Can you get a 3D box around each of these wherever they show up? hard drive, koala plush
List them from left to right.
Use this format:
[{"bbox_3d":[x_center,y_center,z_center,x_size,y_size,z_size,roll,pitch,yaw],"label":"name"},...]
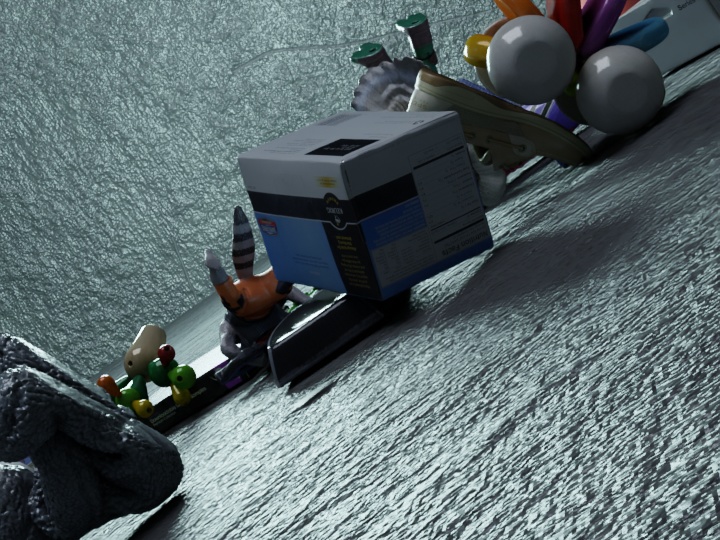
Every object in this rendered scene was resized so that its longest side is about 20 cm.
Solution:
[{"bbox_3d":[-0.262,0.189,1.210,0.200,0.184,0.177,-56,19,-2],"label":"koala plush"},{"bbox_3d":[-0.025,0.042,1.441,0.135,0.042,0.200,-35,5,12],"label":"hard drive"}]

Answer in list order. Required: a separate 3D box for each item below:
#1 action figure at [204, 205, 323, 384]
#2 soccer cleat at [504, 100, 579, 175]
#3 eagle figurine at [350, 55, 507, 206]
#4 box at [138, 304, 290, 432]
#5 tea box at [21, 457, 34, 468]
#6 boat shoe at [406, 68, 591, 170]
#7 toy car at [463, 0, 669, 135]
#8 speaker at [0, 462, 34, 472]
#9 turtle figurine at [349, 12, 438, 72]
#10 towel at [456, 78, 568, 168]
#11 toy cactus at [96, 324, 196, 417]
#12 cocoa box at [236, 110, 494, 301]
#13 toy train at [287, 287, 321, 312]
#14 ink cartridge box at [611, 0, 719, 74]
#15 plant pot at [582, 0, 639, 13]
[{"bbox_3d":[-0.088,0.019,1.576,0.200,0.105,0.194,-29,-31,-26],"label":"action figure"},{"bbox_3d":[0.172,-0.137,1.725,0.200,0.068,0.073,-27,29,13],"label":"soccer cleat"},{"bbox_3d":[0.054,-0.115,1.541,0.152,0.151,0.200,-48,18,24],"label":"eagle figurine"},{"bbox_3d":[-0.174,0.122,1.721,0.200,0.036,0.143,-31,8,31],"label":"box"},{"bbox_3d":[-0.550,0.278,2.175,0.197,0.134,0.200,-31,7,38],"label":"tea box"},{"bbox_3d":[0.130,-0.130,1.430,0.072,0.200,0.065,36,106,59],"label":"boat shoe"},{"bbox_3d":[0.207,-0.221,1.441,0.175,0.200,0.150,-110,38,-80],"label":"toy car"},{"bbox_3d":[-0.419,0.283,1.612,0.081,0.081,0.200,-32,5,29],"label":"speaker"},{"bbox_3d":[0.072,-0.175,1.676,0.101,0.200,0.150,2,36,44],"label":"turtle figurine"},{"bbox_3d":[0.161,-0.159,1.582,0.024,0.145,0.200,-62,0,12],"label":"towel"},{"bbox_3d":[-0.256,0.126,1.658,0.200,0.102,0.165,-40,26,36],"label":"toy cactus"},{"bbox_3d":[0.002,-0.063,1.365,0.133,0.131,0.200,-25,17,-27],"label":"cocoa box"},{"bbox_3d":[0.000,0.000,1.697,0.200,0.042,0.056,-37,-5,-18],"label":"toy train"},{"bbox_3d":[0.394,-0.309,1.682,0.200,0.084,0.146,-39,6,-33],"label":"ink cartridge box"},{"bbox_3d":[0.424,-0.497,2.670,0.200,0.177,0.200,-36,5,3],"label":"plant pot"}]
